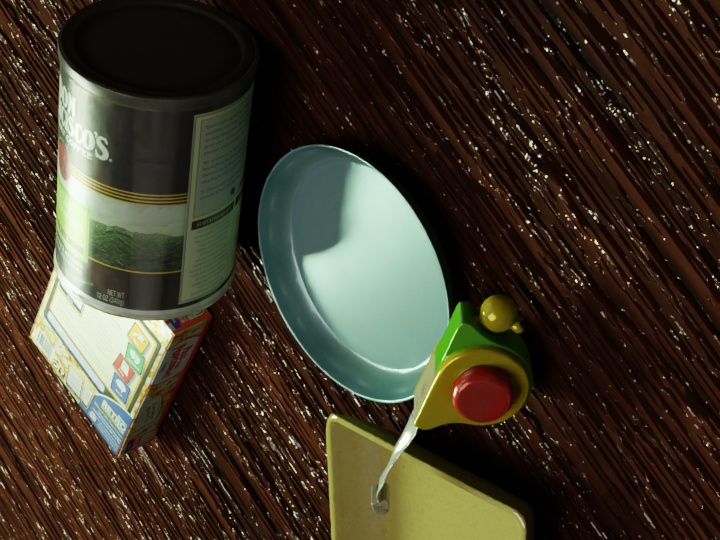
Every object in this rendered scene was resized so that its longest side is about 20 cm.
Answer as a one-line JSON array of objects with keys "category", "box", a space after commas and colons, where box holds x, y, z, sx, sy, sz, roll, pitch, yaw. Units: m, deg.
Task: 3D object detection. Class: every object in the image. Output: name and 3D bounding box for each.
[{"category": "toy measuring tape", "box": [0.070, 0.099, 1.165, 0.074, 0.073, 0.201, 41, 126, 26]}, {"category": "coffee can", "box": [-0.157, -0.085, 1.275, 0.146, 0.146, 0.201, 36, 135, 31]}, {"category": "plant saucer", "box": [0.062, 0.217, 1.271, 0.199, 0.048, 0.201, 24, 128, 40]}, {"category": "plant saucer", "box": [0.000, 0.000, 1.237, 0.200, 0.027, 0.201, 26, 128, 38]}, {"category": "board game box", "box": [-0.219, 0.051, 1.503, 0.152, 0.046, 0.200, 51, 140, 17]}]
